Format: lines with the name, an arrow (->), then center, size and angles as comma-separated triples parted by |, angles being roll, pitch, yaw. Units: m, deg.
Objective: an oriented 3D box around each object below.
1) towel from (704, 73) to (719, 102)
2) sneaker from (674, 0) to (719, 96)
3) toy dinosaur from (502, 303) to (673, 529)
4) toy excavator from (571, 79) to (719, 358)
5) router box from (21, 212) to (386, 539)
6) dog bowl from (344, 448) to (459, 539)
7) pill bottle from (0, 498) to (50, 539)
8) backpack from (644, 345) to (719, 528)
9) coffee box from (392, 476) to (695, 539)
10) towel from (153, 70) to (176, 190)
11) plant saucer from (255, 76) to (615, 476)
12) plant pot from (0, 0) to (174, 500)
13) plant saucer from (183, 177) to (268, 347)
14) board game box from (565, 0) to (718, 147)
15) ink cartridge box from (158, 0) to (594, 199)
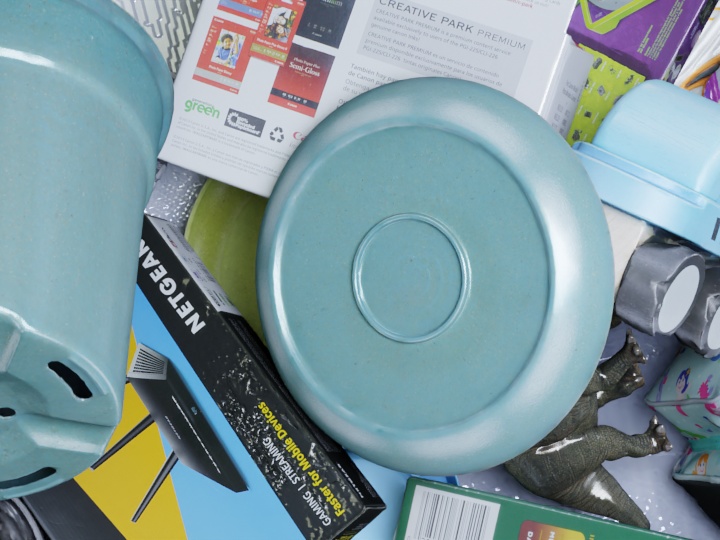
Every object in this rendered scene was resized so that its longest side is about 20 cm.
towel -> 0.143, -0.067, 1.310 | 0.143, 0.023, 0.201 | -7, 85, -4
sneaker -> 0.167, -0.140, 1.273 | 0.092, 0.076, 0.201 | 30, 82, 4
toy dinosaur -> 0.107, 0.076, 1.222 | 0.102, 0.200, 0.077 | -22, 43, 0
toy excavator -> 0.184, -0.064, 1.177 | 0.100, 0.194, 0.201 | 29, 96, 30
router box -> -0.104, 0.094, 1.203 | 0.149, 0.051, 0.200 | -41, 76, 9
dog bowl -> -0.042, 0.150, 1.262 | 0.199, 0.050, 0.112 | -20, 87, -6
pill bottle -> -0.218, 0.158, 1.172 | 0.111, 0.200, 0.113 | 0, 85, -4
backpack -> 0.264, 0.054, 1.231 | 0.200, 0.178, 0.151 | -45, 96, -10
coffee box -> 0.129, 0.154, 1.178 | 0.199, 0.123, 0.044 | 9, 81, 36
towel -> -0.207, -0.083, 1.253 | 0.199, 0.086, 0.166 | 33, 84, -1
plant saucer -> 0.029, 0.004, 1.128 | 0.199, 0.027, 0.201 | 1, 92, 28
plant pot -> -0.186, -0.009, 1.080 | 0.199, 0.201, 0.197 | -2, 52, -4
plant saucer -> 0.000, 0.000, 1.265 | 0.199, 0.031, 0.201 | 0, 66, 1
board game box -> 0.135, -0.158, 1.236 | 0.120, 0.032, 0.201 | 31, 97, 21
ink cartridge box -> 0.015, -0.109, 1.209 | 0.199, 0.084, 0.176 | 20, 92, 15
